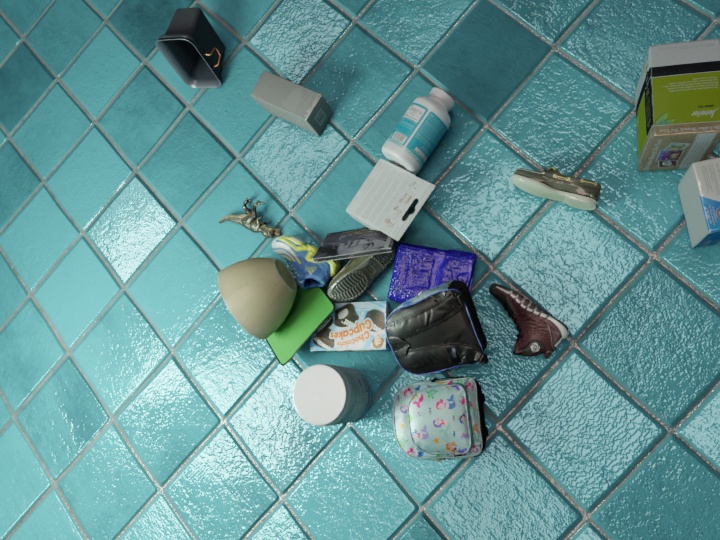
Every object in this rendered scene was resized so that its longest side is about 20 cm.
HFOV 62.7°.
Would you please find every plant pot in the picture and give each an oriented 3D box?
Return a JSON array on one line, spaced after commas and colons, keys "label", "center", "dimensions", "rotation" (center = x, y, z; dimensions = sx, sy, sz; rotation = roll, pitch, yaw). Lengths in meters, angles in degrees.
[{"label": "plant pot", "center": [-0.234, 0.047, 1.446], "dimensions": [0.133, 0.200, 0.202], "rotation": [-33, 71, 10]}]

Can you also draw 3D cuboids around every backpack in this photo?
[{"label": "backpack", "center": [0.167, 0.325, 1.293], "dimensions": [0.196, 0.150, 0.181], "rotation": [-8, 77, 21]}, {"label": "backpack", "center": [0.167, 0.132, 1.315], "dimensions": [0.197, 0.147, 0.186], "rotation": [-21, 94, 19]}]

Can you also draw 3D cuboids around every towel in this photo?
[{"label": "towel", "center": [0.168, 0.015, 1.404], "dimensions": [0.196, 0.050, 0.151], "rotation": [10, 81, 20]}]

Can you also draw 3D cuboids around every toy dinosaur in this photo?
[{"label": "toy dinosaur", "center": [-0.298, -0.148, 1.596], "dimensions": [0.197, 0.047, 0.090], "rotation": [17, 91, 24]}]

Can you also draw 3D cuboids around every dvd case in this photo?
[{"label": "dvd case", "center": [-0.006, -0.069, 1.439], "dimensions": [0.196, 0.149, 0.016], "rotation": [-7, 115, 16]}]

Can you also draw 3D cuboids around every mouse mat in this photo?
[{"label": "mouse mat", "center": [-0.159, 0.121, 1.476], "dimensions": [0.200, 0.008, 0.161], "rotation": [-48, 43, 5]}]

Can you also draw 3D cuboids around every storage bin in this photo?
[{"label": "storage bin", "center": [-0.462, -0.639, 1.680], "dimensions": [0.143, 0.200, 0.137], "rotation": [5, 70, 18]}]

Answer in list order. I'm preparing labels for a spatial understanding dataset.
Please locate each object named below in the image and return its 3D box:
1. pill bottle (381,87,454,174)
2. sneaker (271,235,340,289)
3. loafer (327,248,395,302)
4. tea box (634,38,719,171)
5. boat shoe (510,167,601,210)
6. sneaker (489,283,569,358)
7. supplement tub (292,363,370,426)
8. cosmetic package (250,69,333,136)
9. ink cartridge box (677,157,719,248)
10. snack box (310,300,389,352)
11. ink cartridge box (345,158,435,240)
[{"label": "pill bottle", "center": [0.148, -0.346, 1.455], "dimensions": [0.110, 0.111, 0.201], "rotation": [36, 91, 21]}, {"label": "sneaker", "center": [-0.153, -0.017, 1.486], "dimensions": [0.197, 0.076, 0.106], "rotation": [17, 59, 20]}, {"label": "loafer", "center": [0.000, 0.000, 1.456], "dimensions": [0.199, 0.076, 0.070], "rotation": [-39, 28, 0]}, {"label": "tea box", "center": [0.661, -0.336, 1.237], "dimensions": [0.131, 0.200, 0.201], "rotation": [0, 80, 17]}, {"label": "boat shoe", "center": [0.445, -0.198, 1.349], "dimensions": [0.199, 0.072, 0.061], "rotation": [21, 83, 15]}, {"label": "sneaker", "center": [0.350, 0.122, 1.310], "dimensions": [0.199, 0.076, 0.117], "rotation": [35, 93, 21]}, {"label": "supplement tub", "center": [-0.060, 0.283, 1.341], "dimensions": [0.129, 0.200, 0.135], "rotation": [-4, 77, 17]}, {"label": "cosmetic package", "center": [-0.185, -0.450, 1.589], "dimensions": [0.198, 0.107, 0.091], "rotation": [31, 89, 19]}, {"label": "ink cartridge box", "center": [0.774, -0.146, 1.189], "dimensions": [0.196, 0.144, 0.150], "rotation": [-10, 76, 16]}, {"label": "snack box", "center": [-0.026, 0.139, 1.447], "dimensions": [0.196, 0.037, 0.119], "rotation": [-4, 76, 18]}, {"label": "ink cartridge box", "center": [0.076, -0.167, 1.444], "dimensions": [0.199, 0.057, 0.164], "rotation": [34, 88, 35]}]
